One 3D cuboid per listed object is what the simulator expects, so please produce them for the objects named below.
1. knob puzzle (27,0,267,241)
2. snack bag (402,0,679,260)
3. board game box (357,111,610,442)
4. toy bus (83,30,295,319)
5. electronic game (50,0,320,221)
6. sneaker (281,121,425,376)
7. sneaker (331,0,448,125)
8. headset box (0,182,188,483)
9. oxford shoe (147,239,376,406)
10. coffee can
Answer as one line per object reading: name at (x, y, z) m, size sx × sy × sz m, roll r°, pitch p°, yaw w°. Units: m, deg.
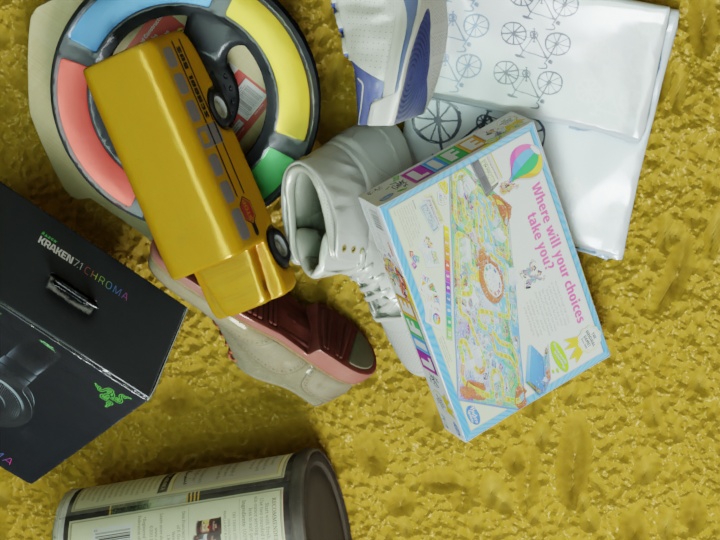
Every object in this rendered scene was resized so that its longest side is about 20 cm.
knob puzzle at (-0.158, -0.133, 1.747) m, size 0.218 × 0.030 × 0.221 m, roll 3°, pitch 111°, yaw 8°
snack bag at (0.119, -0.115, 1.716) m, size 0.188 × 0.021 × 0.201 m, roll 12°, pitch 111°, yaw 4°
board game box at (0.092, 0.006, 1.705) m, size 0.134 × 0.034 × 0.201 m, roll -29°, pitch 116°, yaw -17°
toy bus at (-0.118, -0.064, 1.655) m, size 0.065 × 0.078 × 0.201 m, roll -21°, pitch 95°, yaw 23°
electronic game at (-0.127, -0.125, 1.706) m, size 0.199 × 0.042 × 0.201 m, roll 3°, pitch 111°, yaw 7°
sneaker at (0.000, 0.000, 1.717) m, size 0.073 × 0.115 × 0.201 m, roll -7°, pitch 106°, yaw 44°
sneaker at (-0.002, -0.206, 1.668) m, size 0.115 × 0.080 × 0.201 m, roll 7°, pitch 100°, yaw 22°
headset box at (-0.249, 0.047, 1.733) m, size 0.174 × 0.093 × 0.200 m, roll 35°, pitch 140°, yaw -18°
oxford shoe at (-0.085, 0.043, 1.761) m, size 0.200 × 0.071 × 0.075 m, roll 34°, pitch 124°, yaw -20°
coffee can at (-0.117, 0.223, 1.807) m, size 0.199 × 0.146 × 0.147 m, roll -10°, pitch 108°, yaw 13°
